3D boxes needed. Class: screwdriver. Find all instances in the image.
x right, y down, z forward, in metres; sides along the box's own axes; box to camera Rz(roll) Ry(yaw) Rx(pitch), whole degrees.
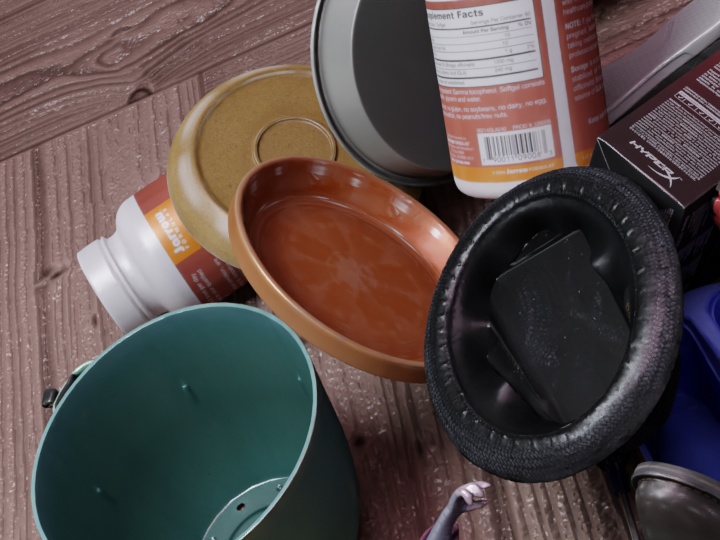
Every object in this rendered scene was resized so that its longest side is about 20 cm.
[{"bbox_3d":[0.166,0.156,0.851,0.029,0.028,0.202,-41,37,34],"label":"screwdriver"}]

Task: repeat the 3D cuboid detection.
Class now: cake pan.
[{"bbox_3d":[0.056,-0.161,0.983,0.201,0.201,0.037,-48,30,-17],"label":"cake pan"}]

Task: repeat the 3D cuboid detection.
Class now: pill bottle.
[{"bbox_3d":[-0.127,-0.034,1.102,0.199,0.113,0.112,-34,45,-3],"label":"pill bottle"},{"bbox_3d":[0.104,-0.160,0.916,0.111,0.203,0.112,-9,15,3],"label":"pill bottle"}]

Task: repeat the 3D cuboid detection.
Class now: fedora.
[{"bbox_3d":[0.130,0.041,0.812,0.199,0.091,0.203,-26,49,33],"label":"fedora"}]

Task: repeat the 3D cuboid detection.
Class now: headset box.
[{"bbox_3d":[0.233,-0.065,0.885,0.199,0.150,0.077,-36,64,-25],"label":"headset box"}]

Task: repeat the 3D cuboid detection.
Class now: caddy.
[{"bbox_3d":[0.239,0.096,0.807,0.140,0.105,0.201,-26,45,5],"label":"caddy"}]

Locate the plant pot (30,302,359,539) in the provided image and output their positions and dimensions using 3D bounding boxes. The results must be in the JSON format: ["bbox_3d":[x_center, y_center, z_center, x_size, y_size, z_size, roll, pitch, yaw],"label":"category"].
[{"bbox_3d":[-0.091,0.151,0.891,0.198,0.162,0.202,-14,47,15],"label":"plant pot"}]

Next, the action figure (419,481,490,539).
[{"bbox_3d":[0.078,0.214,0.773,0.133,0.200,0.150,32,97,3],"label":"action figure"}]

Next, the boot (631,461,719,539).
[{"bbox_3d":[0.159,0.219,0.683,0.069,0.201,0.174,1,40,47],"label":"boot"}]

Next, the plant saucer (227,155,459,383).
[{"bbox_3d":[0.000,0.000,0.911,0.032,0.198,0.202,-56,35,32],"label":"plant saucer"}]

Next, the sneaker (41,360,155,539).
[{"bbox_3d":[-0.192,0.163,0.964,0.073,0.119,0.202,-14,49,13],"label":"sneaker"}]

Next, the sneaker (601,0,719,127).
[{"bbox_3d":[0.224,-0.115,1.013,0.199,0.099,0.071,-36,28,22],"label":"sneaker"}]

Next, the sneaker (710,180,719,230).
[{"bbox_3d":[0.294,-0.008,0.817,0.082,0.198,0.078,45,111,47],"label":"sneaker"}]

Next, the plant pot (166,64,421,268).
[{"bbox_3d":[-0.050,-0.085,1.029,0.197,0.028,0.202,1,58,-2],"label":"plant pot"}]
